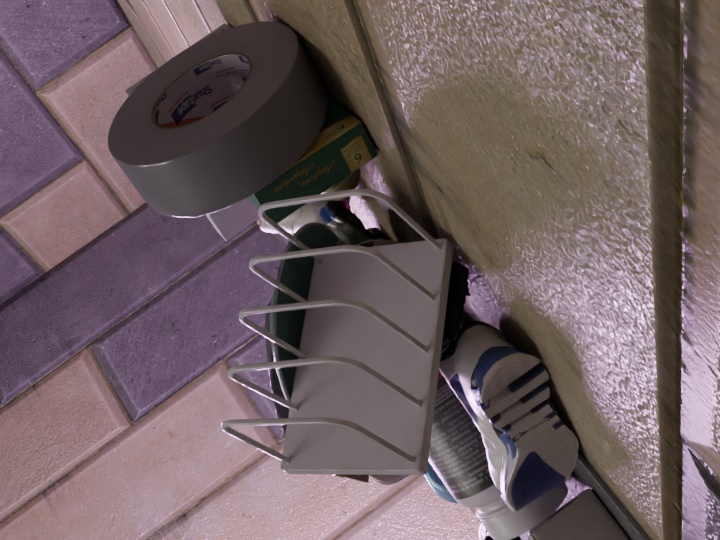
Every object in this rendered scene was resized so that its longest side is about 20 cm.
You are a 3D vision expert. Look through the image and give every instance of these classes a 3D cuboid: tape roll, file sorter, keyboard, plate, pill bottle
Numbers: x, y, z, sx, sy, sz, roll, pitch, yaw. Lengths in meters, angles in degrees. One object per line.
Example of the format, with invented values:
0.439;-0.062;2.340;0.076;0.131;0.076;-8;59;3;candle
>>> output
-0.130;-0.140;1.083;0.066;0.199;0.200;57;174;-35;tape roll
-0.022;0.053;0.968;0.124;0.137;0.202;36;-124;-50;file sorter
0.075;0.047;1.094;0.039;0.105;0.200;12;160;-9;keyboard
-0.044;0.056;1.109;0.200;0.025;0.203;-3;-90;-67;plate
0.120;0.171;1.223;0.201;0.113;0.114;56;175;-2;pill bottle

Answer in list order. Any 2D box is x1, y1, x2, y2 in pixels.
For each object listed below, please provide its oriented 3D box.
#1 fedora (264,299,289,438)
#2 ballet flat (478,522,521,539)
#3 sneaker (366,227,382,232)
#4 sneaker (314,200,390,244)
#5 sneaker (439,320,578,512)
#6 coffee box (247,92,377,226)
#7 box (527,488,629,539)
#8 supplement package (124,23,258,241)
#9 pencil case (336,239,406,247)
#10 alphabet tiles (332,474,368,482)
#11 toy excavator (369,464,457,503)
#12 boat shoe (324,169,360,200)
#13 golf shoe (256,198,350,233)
-0.035;0.106;1.241;0.201;0.089;0.178;-96;-12;-60;fedora
0.155;0.312;1.242;0.067;0.056;0.200;60;176;-14;ballet flat
0.007;0.005;1.355;0.077;0.100;0.200;-2;-144;-43;sneaker
0.000;0.000;1.249;0.199;0.085;0.077;34;-168;-47;sneaker
0.128;0.114;1.066;0.115;0.080;0.201;54;169;48;sneaker
-0.077;-0.128;1.125;0.044;0.122;0.200;62;173;-36;coffee box
0.229;0.299;1.231;0.095;0.077;0.200;54;174;18;box
-0.167;-0.171;1.457;0.201;0.155;0.111;58;173;-26;supplement package
0.009;0.072;1.071;0.078;0.088;0.202;113;165;-63;pencil case
-0.008;0.099;1.140;0.166;0.006;0.203;38;-129;-67;alphabet tiles
0.082;0.218;1.382;0.195;0.199;0.100;52;174;20;toy excavator
-0.040;-0.112;1.216;0.066;0.074;0.200;40;-177;-31;boat shoe
-0.046;-0.071;1.338;0.090;0.076;0.200;12;-166;15;golf shoe
